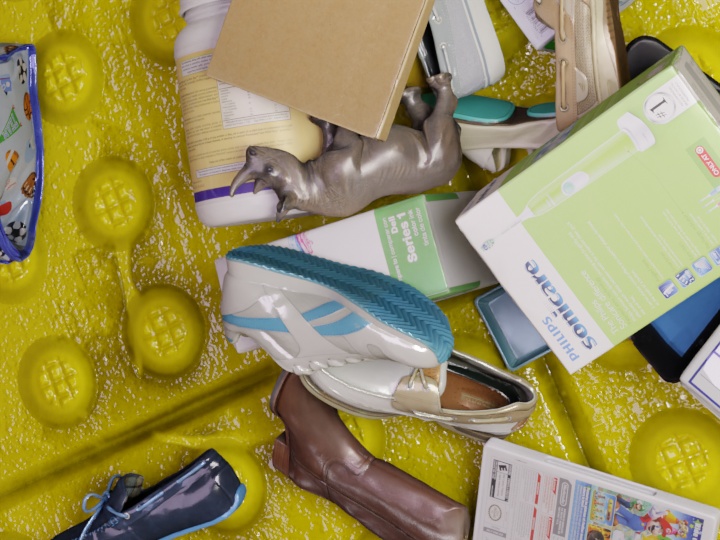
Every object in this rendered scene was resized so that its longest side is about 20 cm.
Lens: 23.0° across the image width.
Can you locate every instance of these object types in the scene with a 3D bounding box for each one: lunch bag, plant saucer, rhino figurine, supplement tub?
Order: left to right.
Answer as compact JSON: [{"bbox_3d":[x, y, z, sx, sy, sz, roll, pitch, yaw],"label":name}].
[{"bbox_3d":[-0.391,-0.107,1.658,0.169,0.124,0.201,6,110,23],"label":"lunch bag"},{"bbox_3d":[-0.081,-0.144,1.503,0.145,0.145,0.201,-7,91,24],"label":"supplement tub"},{"bbox_3d":[-0.010,-0.089,1.417,0.199,0.060,0.088,-17,88,-10],"label":"rhino figurine"},{"bbox_3d":[0.193,0.008,1.464,0.199,0.019,0.070,-30,82,23],"label":"plant saucer"}]

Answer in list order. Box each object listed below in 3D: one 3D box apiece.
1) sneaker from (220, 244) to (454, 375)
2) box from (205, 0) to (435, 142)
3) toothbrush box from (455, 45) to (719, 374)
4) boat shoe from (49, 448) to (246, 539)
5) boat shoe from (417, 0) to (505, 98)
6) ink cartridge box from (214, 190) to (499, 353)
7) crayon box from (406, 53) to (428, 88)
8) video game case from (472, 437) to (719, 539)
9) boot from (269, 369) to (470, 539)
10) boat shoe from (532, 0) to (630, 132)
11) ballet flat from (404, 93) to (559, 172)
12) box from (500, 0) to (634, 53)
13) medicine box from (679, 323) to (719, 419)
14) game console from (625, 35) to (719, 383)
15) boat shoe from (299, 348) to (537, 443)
[{"bbox_3d":[-0.018,0.043,1.375,0.199,0.076,0.081,19,111,26],"label":"sneaker"},{"bbox_3d":[-0.020,-0.221,1.382,0.163,0.021,0.201,22,96,23],"label":"box"},{"bbox_3d":[0.195,-0.044,1.300,0.200,0.086,0.146,-37,95,22],"label":"toothbrush box"},{"bbox_3d":[-0.201,0.212,1.620,0.199,0.084,0.069,-23,103,9],"label":"boat shoe"},{"bbox_3d":[0.051,-0.226,1.424,0.071,0.070,0.202,-30,113,-11],"label":"boat shoe"},{"bbox_3d":[0.000,0.000,1.477,0.199,0.145,0.084,-16,87,24],"label":"ink cartridge box"},{"bbox_3d":[-0.001,-0.250,1.465,0.051,0.127,0.201,-6,88,32],"label":"crayon box"},{"bbox_3d":[0.188,0.229,1.457,0.199,0.018,0.144,16,118,22],"label":"video game case"},{"bbox_3d":[0.018,0.162,1.491,0.200,0.064,0.187,33,148,21],"label":"boot"},{"bbox_3d":[0.160,-0.202,1.335,0.064,0.071,0.201,-6,99,20],"label":"boat shoe"},{"bbox_3d":[0.132,-0.109,1.461,0.199,0.069,0.070,4,95,23],"label":"ballet flat"},{"bbox_3d":[0.162,-0.305,1.413,0.176,0.097,0.200,-40,78,20],"label":"box"},{"bbox_3d":[0.350,0.028,1.307,0.103,0.182,0.200,41,107,16],"label":"medicine box"},{"bbox_3d":[0.229,-0.049,1.364,0.172,0.119,0.200,34,106,-7],"label":"game console"},{"bbox_3d":[0.050,0.086,1.448,0.068,0.199,0.075,136,143,-57],"label":"boat shoe"}]
